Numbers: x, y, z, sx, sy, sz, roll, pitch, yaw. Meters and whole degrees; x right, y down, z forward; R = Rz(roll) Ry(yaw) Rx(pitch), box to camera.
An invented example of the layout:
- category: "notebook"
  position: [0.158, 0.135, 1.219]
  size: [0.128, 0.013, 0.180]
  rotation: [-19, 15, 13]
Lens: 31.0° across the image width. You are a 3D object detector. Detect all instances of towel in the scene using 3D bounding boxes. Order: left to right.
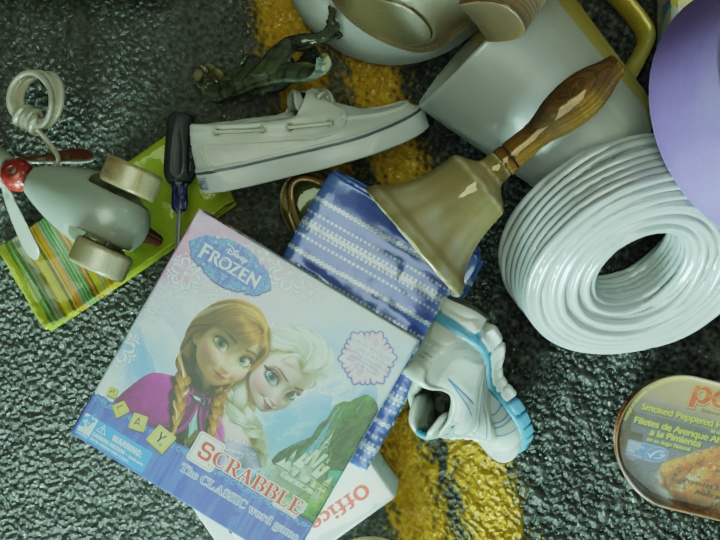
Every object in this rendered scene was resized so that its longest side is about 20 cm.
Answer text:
- category: "towel"
  position: [-0.209, -0.037, 1.112]
  size: [0.199, 0.018, 0.086]
  rotation: [-34, 89, 2]
- category: "towel"
  position: [-0.008, 0.038, 1.023]
  size: [0.144, 0.024, 0.201]
  rotation: [29, 88, 2]

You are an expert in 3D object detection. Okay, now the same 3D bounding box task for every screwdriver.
- category: "screwdriver"
  position: [-0.152, -0.033, 1.089]
  size: [0.028, 0.029, 0.202]
  rotation: [0, 87, 5]

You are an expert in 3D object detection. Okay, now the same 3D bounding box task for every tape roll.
- category: "tape roll"
  position: [0.314, -0.123, 0.933]
  size: [0.198, 0.085, 0.202]
  rotation: [4, 79, -21]

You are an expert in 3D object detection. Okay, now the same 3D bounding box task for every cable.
- category: "cable"
  position: [0.211, -0.014, 1.018]
  size: [0.199, 0.200, 0.070]
  rotation: [-28, 46, 9]

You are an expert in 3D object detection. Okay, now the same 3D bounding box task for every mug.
- category: "mug"
  position: [0.163, -0.150, 1.037]
  size: [0.153, 0.149, 0.187]
  rotation: [42, 98, -6]

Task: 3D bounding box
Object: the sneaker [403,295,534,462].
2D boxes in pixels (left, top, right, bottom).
- category: "sneaker"
  position: [0.076, 0.106, 1.021]
  size: [0.075, 0.200, 0.087]
  rotation: [29, 69, 37]

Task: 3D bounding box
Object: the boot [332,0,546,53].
- category: "boot"
  position: [0.078, -0.250, 0.984]
  size: [0.077, 0.199, 0.156]
  rotation: [45, 64, -37]

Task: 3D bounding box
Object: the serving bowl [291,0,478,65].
- category: "serving bowl"
  position: [0.025, -0.275, 1.068]
  size: [0.198, 0.066, 0.202]
  rotation: [0, 87, 9]

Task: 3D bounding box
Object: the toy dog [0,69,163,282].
- category: "toy dog"
  position: [-0.238, -0.060, 1.078]
  size: [0.132, 0.096, 0.200]
  rotation: [-47, 66, 2]

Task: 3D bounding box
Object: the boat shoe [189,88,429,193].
- category: "boat shoe"
  position: [-0.043, -0.118, 1.063]
  size: [0.198, 0.072, 0.066]
  rotation: [-15, 102, -6]

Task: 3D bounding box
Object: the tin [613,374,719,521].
- category: "tin"
  position: [0.309, 0.151, 1.080]
  size: [0.198, 0.042, 0.113]
  rotation: [14, 95, 2]

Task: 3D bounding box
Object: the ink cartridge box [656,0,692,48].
- category: "ink cartridge box"
  position: [0.318, -0.211, 1.054]
  size: [0.144, 0.088, 0.202]
  rotation: [-1, 89, 3]

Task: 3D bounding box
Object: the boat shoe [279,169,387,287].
- category: "boat shoe"
  position: [0.000, 0.000, 1.074]
  size: [0.076, 0.074, 0.200]
  rotation: [-42, 88, 2]

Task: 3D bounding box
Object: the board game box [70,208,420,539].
- category: "board game box"
  position: [-0.087, 0.088, 0.997]
  size: [0.199, 0.041, 0.200]
  rotation: [30, 90, 4]

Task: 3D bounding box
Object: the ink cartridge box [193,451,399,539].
- category: "ink cartridge box"
  position: [-0.082, 0.140, 1.074]
  size: [0.146, 0.086, 0.201]
  rotation: [-35, 87, 1]

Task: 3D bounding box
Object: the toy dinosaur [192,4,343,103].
- category: "toy dinosaur"
  position: [-0.058, -0.170, 1.054]
  size: [0.088, 0.199, 0.048]
  rotation: [-41, 112, -31]

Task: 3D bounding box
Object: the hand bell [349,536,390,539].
- category: "hand bell"
  position: [0.004, 0.281, 1.012]
  size: [0.103, 0.200, 0.105]
  rotation: [0, 91, 3]

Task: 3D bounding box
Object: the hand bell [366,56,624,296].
- category: "hand bell"
  position: [0.112, -0.086, 0.949]
  size: [0.200, 0.104, 0.104]
  rotation: [-41, 88, 4]
